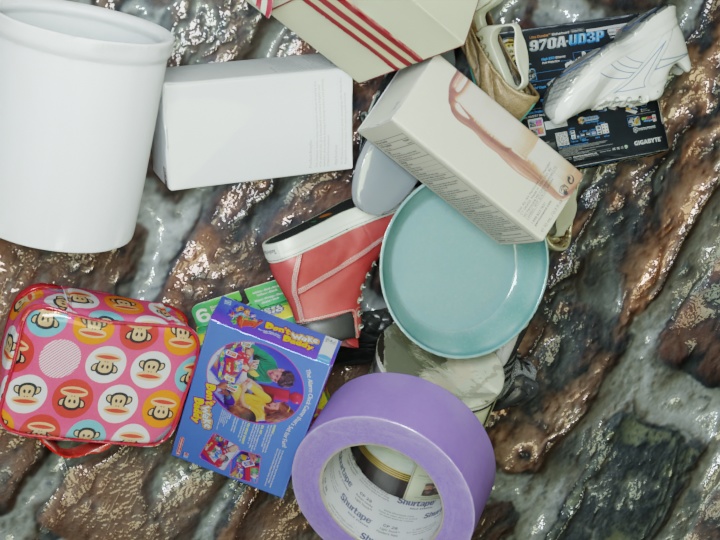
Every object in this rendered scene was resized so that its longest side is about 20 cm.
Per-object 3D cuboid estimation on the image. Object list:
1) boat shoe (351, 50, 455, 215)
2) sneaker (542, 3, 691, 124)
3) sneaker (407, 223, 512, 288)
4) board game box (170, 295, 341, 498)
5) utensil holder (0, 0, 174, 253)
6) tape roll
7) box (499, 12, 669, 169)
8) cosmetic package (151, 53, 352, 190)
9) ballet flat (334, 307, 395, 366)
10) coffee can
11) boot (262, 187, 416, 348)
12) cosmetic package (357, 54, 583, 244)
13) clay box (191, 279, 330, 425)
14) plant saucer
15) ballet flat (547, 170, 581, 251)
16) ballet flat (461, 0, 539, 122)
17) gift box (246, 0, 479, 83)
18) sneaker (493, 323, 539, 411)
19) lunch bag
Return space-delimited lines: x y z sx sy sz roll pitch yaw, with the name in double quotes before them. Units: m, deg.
"boat shoe" 0.033 -0.156 1.369 0.073 0.068 0.200 19 88 -32
"sneaker" 0.281 -0.208 1.385 0.200 0.074 0.087 -34 99 -18
"sneaker" 0.129 -0.015 1.445 0.200 0.082 0.077 18 92 -46
"board game box" -0.114 0.138 1.375 0.134 0.045 0.201 21 125 1
"utensil holder" -0.274 -0.136 1.207 0.169 0.170 0.201 5 109 -24
"tape roll" 0.035 0.212 1.346 0.199 0.085 0.201 10 121 18
"box" 0.231 -0.190 1.427 0.199 0.046 0.160 -12 87 -18
"cosmetic package" -0.112 -0.154 1.318 0.199 0.081 0.113 -6 112 -19
"ballet flat" 0.011 0.068 1.484 0.199 0.057 0.067 -6 131 -14
"coffee can" 0.064 0.175 1.454 0.146 0.147 0.201 1 127 -23
"boot" 0.000 0.000 1.399 0.200 0.072 0.145 -28 104 -29
"cosmetic package" 0.110 -0.119 1.302 0.200 0.103 0.087 37 78 -17
"clay box" -0.104 0.115 1.432 0.114 0.048 0.201 -18 118 3
"plant saucer" 0.106 -0.008 1.383 0.199 0.036 0.201 -2 97 -21
"ballet flat" 0.232 -0.115 1.484 0.069 0.069 0.201 -1 111 -22
"ballet flat" 0.129 -0.247 1.341 0.068 0.072 0.201 -20 84 -50
"gift box" 0.006 -0.296 1.213 0.187 0.184 0.201 35 57 -31
"sneaker" 0.168 0.100 1.520 0.113 0.076 0.200 2 137 -32
"lunch bag" -0.279 0.114 1.354 0.199 0.082 0.177 12 106 -27
